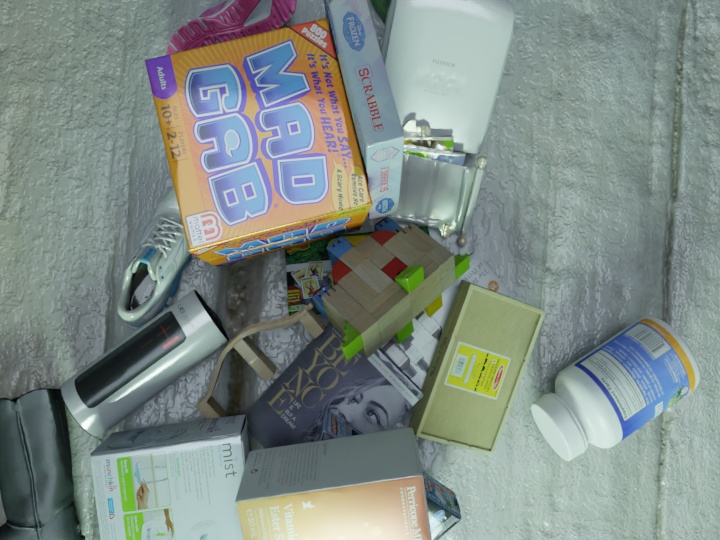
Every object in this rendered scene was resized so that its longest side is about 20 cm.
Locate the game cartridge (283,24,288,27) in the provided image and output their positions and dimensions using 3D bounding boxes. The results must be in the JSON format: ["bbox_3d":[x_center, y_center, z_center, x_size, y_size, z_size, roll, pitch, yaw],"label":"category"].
[{"bbox_3d":[-0.098,-0.217,0.895,0.128,0.038,0.203,27,82,-6],"label":"game cartridge"}]

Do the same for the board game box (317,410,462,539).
[{"bbox_3d":[-0.014,0.286,0.814,0.199,0.062,0.200,-42,99,7],"label":"board game box"}]

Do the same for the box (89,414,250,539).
[{"bbox_3d":[-0.210,0.291,0.782,0.172,0.097,0.206,-7,93,-7],"label":"box"}]

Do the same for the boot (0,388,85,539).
[{"bbox_3d":[-0.428,0.257,0.792,0.161,0.066,0.205,-12,88,-15],"label":"boot"}]

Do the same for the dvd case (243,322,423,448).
[{"bbox_3d":[-0.039,0.174,0.839,0.149,0.016,0.200,44,97,1],"label":"dvd case"}]

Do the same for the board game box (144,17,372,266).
[{"bbox_3d":[-0.110,-0.134,0.769,0.195,0.200,0.205,-14,87,-5],"label":"board game box"}]

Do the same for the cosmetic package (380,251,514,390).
[{"bbox_3d":[0.104,0.074,0.874,0.200,0.051,0.083,-44,90,-8],"label":"cosmetic package"}]

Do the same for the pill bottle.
[{"bbox_3d":[0.325,0.156,0.856,0.197,0.112,0.114,-31,87,-8],"label":"pill bottle"}]

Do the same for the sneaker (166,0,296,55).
[{"bbox_3d":[-0.169,-0.322,0.881,0.197,0.089,0.082,-28,115,11],"label":"sneaker"}]

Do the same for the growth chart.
[{"bbox_3d":[0.070,-0.124,0.876,0.195,0.018,0.148,16,113,-2],"label":"growth chart"}]

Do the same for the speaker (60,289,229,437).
[{"bbox_3d":[-0.263,0.112,0.820,0.198,0.081,0.082,-36,88,-8],"label":"speaker"}]

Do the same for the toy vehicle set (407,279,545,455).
[{"bbox_3d":[0.150,0.127,0.848,0.122,0.026,0.204,19,93,-22],"label":"toy vehicle set"}]

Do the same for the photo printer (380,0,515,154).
[{"bbox_3d":[0.104,-0.265,0.852,0.162,0.070,0.204,11,119,-3],"label":"photo printer"}]

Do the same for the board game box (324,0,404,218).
[{"bbox_3d":[0.003,-0.187,0.736,0.040,0.200,0.205,-13,74,-3],"label":"board game box"}]

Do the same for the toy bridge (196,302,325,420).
[{"bbox_3d":[-0.133,0.107,0.826,0.199,0.027,0.067,-42,99,9],"label":"toy bridge"}]

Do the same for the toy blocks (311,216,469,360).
[{"bbox_3d":[0.016,0.005,0.803,0.199,0.101,0.136,-39,55,-19],"label":"toy blocks"}]

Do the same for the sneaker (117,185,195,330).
[{"bbox_3d":[-0.250,-0.022,0.832,0.073,0.087,0.204,18,81,-1],"label":"sneaker"}]

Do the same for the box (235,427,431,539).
[{"bbox_3d":[-0.023,0.278,0.726,0.195,0.106,0.156,-9,102,1],"label":"box"}]

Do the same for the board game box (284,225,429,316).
[{"bbox_3d":[0.000,0.000,0.862,0.195,0.024,0.107,-7,59,-3],"label":"board game box"}]

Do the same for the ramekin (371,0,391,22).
[{"bbox_3d":[0.108,-0.427,0.904,0.195,0.098,0.206,1,84,-6],"label":"ramekin"}]
